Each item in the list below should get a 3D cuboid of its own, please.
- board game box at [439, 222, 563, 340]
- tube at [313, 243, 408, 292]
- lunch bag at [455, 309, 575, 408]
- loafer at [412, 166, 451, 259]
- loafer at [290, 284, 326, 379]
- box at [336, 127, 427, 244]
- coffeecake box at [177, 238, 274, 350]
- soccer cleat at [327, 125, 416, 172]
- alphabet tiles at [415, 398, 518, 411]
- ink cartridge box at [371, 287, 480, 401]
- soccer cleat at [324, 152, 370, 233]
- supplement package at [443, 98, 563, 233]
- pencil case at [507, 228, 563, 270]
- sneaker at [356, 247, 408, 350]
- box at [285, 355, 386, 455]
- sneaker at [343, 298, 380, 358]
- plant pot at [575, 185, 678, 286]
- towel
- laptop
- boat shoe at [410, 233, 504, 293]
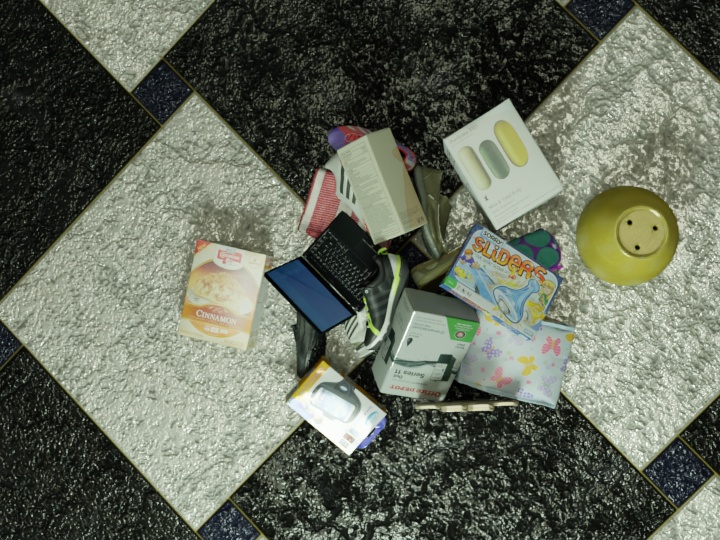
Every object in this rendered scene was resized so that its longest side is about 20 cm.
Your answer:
[{"bbox_3d":[0.266,0.022,1.557,0.199,0.034,0.136,31,77,-4],"label":"board game box"},{"bbox_3d":[0.000,0.000,1.710,0.198,0.052,0.058,14,51,12],"label":"tube"},{"bbox_3d":[0.300,0.160,1.636,0.198,0.127,0.171,12,93,-3],"label":"lunch bag"},{"bbox_3d":[0.152,-0.121,1.665,0.069,0.075,0.202,-8,73,-1],"label":"loafer"},{"bbox_3d":[-0.109,0.125,1.715,0.070,0.068,0.203,10,96,28],"label":"loafer"},{"bbox_3d":[0.042,-0.163,1.610,0.095,0.077,0.202,-17,95,47],"label":"box"},{"bbox_3d":[-0.279,0.049,1.727,0.152,0.073,0.202,12,90,7],"label":"coffeecake box"},{"bbox_3d":[0.021,-0.251,1.688,0.199,0.076,0.067,24,92,14],"label":"soccer cleat"},{"bbox_3d":[0.205,0.262,1.605,0.193,0.200,0.015,-4,83,5],"label":"alphabet tiles"},{"bbox_3d":[0.124,0.149,1.616,0.145,0.083,0.201,11,119,-18],"label":"ink cartridge box"},{"bbox_3d":[-0.005,-0.149,1.687,0.085,0.069,0.201,-19,101,42],"label":"soccer cleat"},{"bbox_3d":[0.276,-0.199,1.627,0.151,0.151,0.201,-31,86,6],"label":"supplement package"},{"bbox_3d":[0.295,-0.009,1.630,0.198,0.085,0.093,-24,83,-13],"label":"pencil case"},{"bbox_3d":[0.027,0.053,1.610,0.082,0.072,0.202,16,97,-13],"label":"sneaker"},{"bbox_3d":[-0.041,0.283,1.691,0.200,0.041,0.119,41,96,-9],"label":"box"},{"bbox_3d":[0.050,0.081,1.684,0.200,0.076,0.116,-34,87,11],"label":"sneaker"},{"bbox_3d":[0.528,-0.070,1.601,0.198,0.142,0.202,0,89,6],"label":"plant pot"},{"bbox_3d":[-0.020,-0.118,1.725,0.198,0.023,0.145,19,91,7],"label":"towel"},{"bbox_3d":[-0.056,0.000,1.650,0.177,0.103,0.200,45,95,16],"label":"laptop"},{"bbox_3d":[0.196,-0.025,1.679,0.200,0.073,0.063,-33,55,10],"label":"boat shoe"}]
